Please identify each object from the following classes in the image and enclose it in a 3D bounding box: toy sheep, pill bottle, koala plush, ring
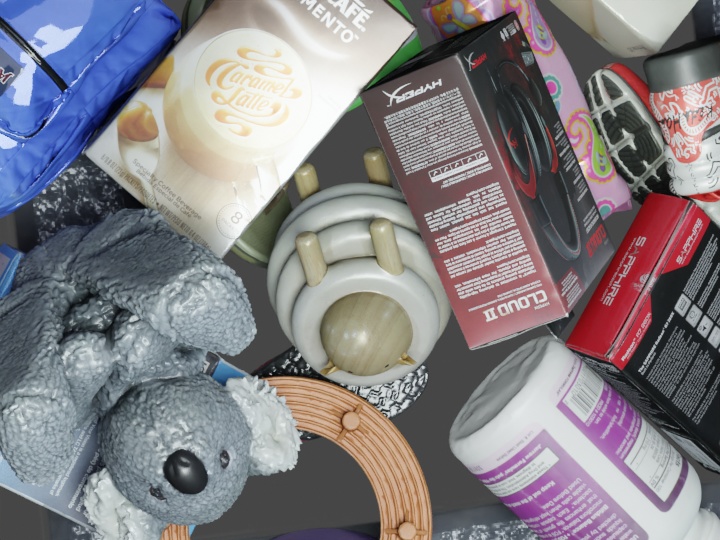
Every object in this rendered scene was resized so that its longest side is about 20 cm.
[{"bbox_3d":[0.000,0.000,1.431,0.137,0.200,0.139,1,123,2],"label":"toy sheep"},{"bbox_3d":[0.166,0.149,1.514,0.200,0.112,0.112,44,85,-9],"label":"pill bottle"},{"bbox_3d":[-0.133,0.081,1.370,0.177,0.184,0.200,-35,120,-4],"label":"koala plush"},{"bbox_3d":[-0.050,0.170,1.443,0.199,0.019,0.202,1,82,-5],"label":"ring"}]

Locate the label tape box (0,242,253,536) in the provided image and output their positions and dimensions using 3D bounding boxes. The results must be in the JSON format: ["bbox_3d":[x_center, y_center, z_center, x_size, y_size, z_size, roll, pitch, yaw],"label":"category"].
[{"bbox_3d":[-0.185,0.091,1.464,0.199,0.066,0.144,29,86,-23],"label":"label tape box"}]

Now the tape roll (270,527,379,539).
[{"bbox_3d":[-0.020,0.285,1.501,0.199,0.085,0.202,-1,93,-10],"label":"tape roll"}]

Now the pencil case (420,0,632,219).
[{"bbox_3d":[0.117,-0.115,1.505,0.087,0.087,0.201,-28,98,-8],"label":"pencil case"}]

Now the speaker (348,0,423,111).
[{"bbox_3d":[-0.040,-0.209,1.470,0.088,0.088,0.201,-34,98,-7],"label":"speaker"}]

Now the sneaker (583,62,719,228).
[{"bbox_3d":[0.238,-0.078,1.546,0.200,0.077,0.085,46,65,-12],"label":"sneaker"}]

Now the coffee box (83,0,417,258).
[{"bbox_3d":[-0.071,-0.118,1.397,0.114,0.080,0.200,40,94,-6],"label":"coffee box"}]

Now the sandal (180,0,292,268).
[{"bbox_3d":[-0.076,-0.100,1.467,0.080,0.057,0.202,-15,96,-49],"label":"sandal"}]

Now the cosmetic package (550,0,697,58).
[{"bbox_3d":[0.138,-0.238,1.492,0.200,0.104,0.073,40,86,-9],"label":"cosmetic package"}]

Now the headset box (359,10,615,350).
[{"bbox_3d":[0.090,-0.052,1.405,0.075,0.149,0.201,-20,99,24],"label":"headset box"}]

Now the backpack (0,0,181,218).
[{"bbox_3d":[-0.237,-0.139,1.398,0.162,0.168,0.200,43,87,-1],"label":"backpack"}]

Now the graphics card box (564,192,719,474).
[{"bbox_3d":[0.237,0.050,1.502,0.200,0.051,0.126,38,77,-39],"label":"graphics card box"}]

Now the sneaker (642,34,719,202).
[{"bbox_3d":[0.256,-0.107,1.492,0.067,0.201,0.109,-9,97,31],"label":"sneaker"}]

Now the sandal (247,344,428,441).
[{"bbox_3d":[-0.049,0.090,1.510,0.199,0.045,0.076,-20,90,6],"label":"sandal"}]
